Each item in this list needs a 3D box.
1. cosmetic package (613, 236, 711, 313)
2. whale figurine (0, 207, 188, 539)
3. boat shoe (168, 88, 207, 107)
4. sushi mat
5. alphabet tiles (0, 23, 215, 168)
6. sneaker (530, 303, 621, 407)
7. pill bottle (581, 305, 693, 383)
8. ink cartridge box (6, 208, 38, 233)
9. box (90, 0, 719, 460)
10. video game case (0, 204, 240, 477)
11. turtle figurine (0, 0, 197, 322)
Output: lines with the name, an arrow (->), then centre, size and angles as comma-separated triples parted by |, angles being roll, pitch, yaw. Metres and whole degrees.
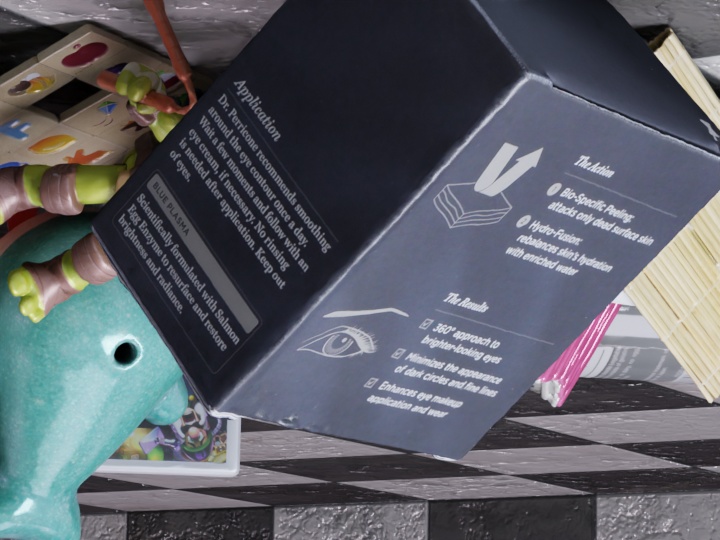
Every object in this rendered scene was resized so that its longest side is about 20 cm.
cosmetic package -> 0.151, -0.038, 1.403 | 0.199, 0.102, 0.071 | 7, -162, -31
whale figurine -> -0.161, 0.068, 1.535 | 0.158, 0.201, 0.104 | 15, -174, -31
boat shoe -> -0.075, -0.060, 1.395 | 0.062, 0.075, 0.199 | 16, 149, -39
sushi mat -> 0.163, -0.024, 1.360 | 0.200, 0.096, 0.012 | 50, 177, -38
alphabet tiles -> -0.174, -0.060, 1.420 | 0.199, 0.008, 0.167 | -27, 160, 21
sneaker -> 0.085, 0.021, 1.487 | 0.087, 0.074, 0.200 | 30, -179, 14
pill bottle -> 0.138, 0.008, 1.676 | 0.198, 0.115, 0.114 | 4, 169, -14
ink cartridge box -> -0.253, -0.004, 1.495 | 0.199, 0.163, 0.050 | 11, -174, -43
box -> 0.027, -0.033, 1.186 | 0.200, 0.118, 0.196 | -46, 150, 18
video game case -> -0.167, 0.027, 1.611 | 0.198, 0.183, 0.023 | 3, 173, -9
turtle figurine -> -0.106, -0.043, 1.327 | 0.160, 0.065, 0.201 | -15, 123, 20
